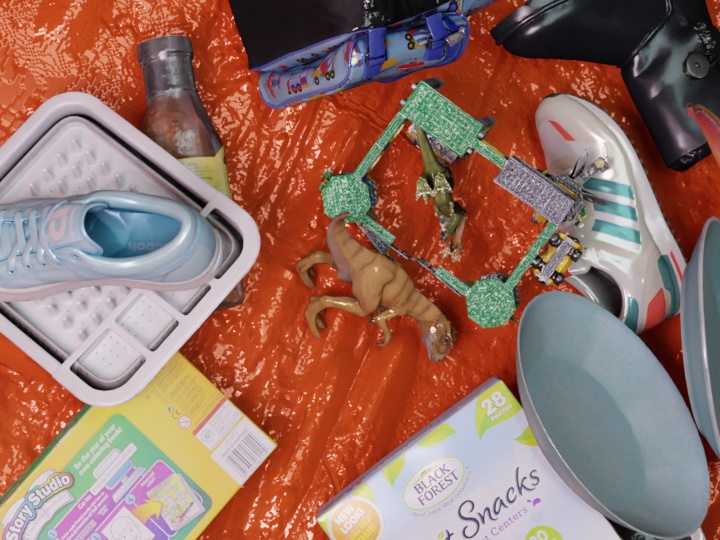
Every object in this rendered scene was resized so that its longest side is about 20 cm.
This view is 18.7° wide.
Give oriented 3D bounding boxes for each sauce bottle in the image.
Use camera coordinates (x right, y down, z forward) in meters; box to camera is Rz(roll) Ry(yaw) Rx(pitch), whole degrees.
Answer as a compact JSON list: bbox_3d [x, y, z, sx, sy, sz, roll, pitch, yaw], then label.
[{"bbox_3d":[-0.126,-0.069,1.582,0.066,0.066,0.200,-5,83,-21],"label":"sauce bottle"}]

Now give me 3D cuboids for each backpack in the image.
[{"bbox_3d":[0.023,-0.209,1.613,0.200,0.183,0.135,-18,94,-34],"label":"backpack"}]

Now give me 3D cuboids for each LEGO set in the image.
[{"bbox_3d":[0.076,-0.055,1.645,0.200,0.116,0.154,28,100,5],"label":"LEGO set"}]

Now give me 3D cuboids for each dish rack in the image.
[{"bbox_3d":[-0.184,-0.012,1.521,0.200,0.044,0.172,38,78,17],"label":"dish rack"}]

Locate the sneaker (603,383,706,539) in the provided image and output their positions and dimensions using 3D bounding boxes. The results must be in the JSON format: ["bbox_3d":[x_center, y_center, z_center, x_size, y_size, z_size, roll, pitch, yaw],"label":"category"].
[{"bbox_3d":[0.188,0.181,1.643,0.099,0.071,0.200,-28,94,-28],"label":"sneaker"}]

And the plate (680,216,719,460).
[{"bbox_3d":[0.267,0.059,1.658,0.026,0.200,0.200,-6,79,18],"label":"plate"}]

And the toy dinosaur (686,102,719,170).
[{"bbox_3d":[0.308,-0.033,1.704,0.200,0.105,0.182,9,102,-17],"label":"toy dinosaur"}]

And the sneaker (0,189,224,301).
[{"bbox_3d":[-0.195,-0.026,1.461,0.200,0.082,0.074,-4,69,6],"label":"sneaker"}]

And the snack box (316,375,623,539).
[{"bbox_3d":[0.092,0.204,1.573,0.169,0.068,0.200,-38,89,0],"label":"snack box"}]

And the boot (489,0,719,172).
[{"bbox_3d":[0.217,-0.155,1.719,0.200,0.076,0.168,-22,83,-29],"label":"boot"}]

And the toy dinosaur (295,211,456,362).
[{"bbox_3d":[0.000,0.000,1.588,0.200,0.106,0.060,43,41,-45],"label":"toy dinosaur"}]

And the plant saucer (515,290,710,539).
[{"bbox_3d":[0.170,0.110,1.566,0.201,0.039,0.201,33,36,-29],"label":"plant saucer"}]

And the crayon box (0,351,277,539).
[{"bbox_3d":[-0.168,0.156,1.524,0.119,0.058,0.200,44,68,-7],"label":"crayon box"}]

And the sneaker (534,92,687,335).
[{"bbox_3d":[0.176,-0.038,1.684,0.093,0.070,0.200,-29,93,-29],"label":"sneaker"}]
